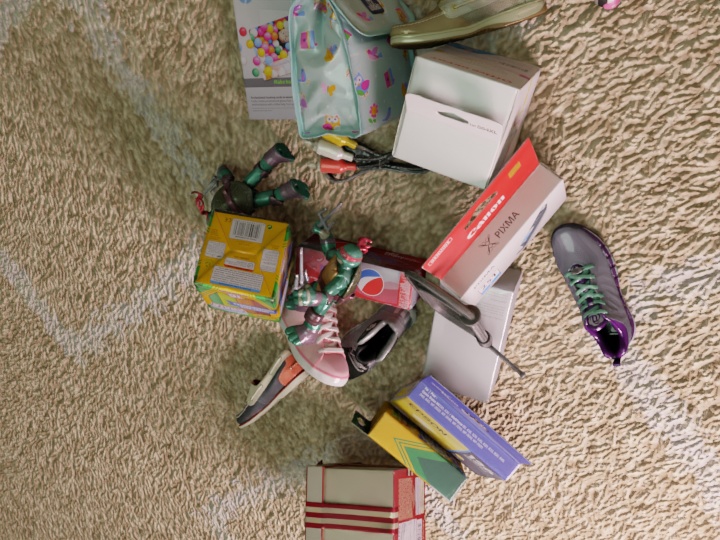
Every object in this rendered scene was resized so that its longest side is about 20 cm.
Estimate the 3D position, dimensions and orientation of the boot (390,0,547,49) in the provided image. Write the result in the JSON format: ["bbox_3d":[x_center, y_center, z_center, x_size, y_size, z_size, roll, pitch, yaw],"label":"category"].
[{"bbox_3d":[0.117,-0.362,0.822,0.199,0.072,0.155,-16,106,-2],"label":"boot"}]

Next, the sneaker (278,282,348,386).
[{"bbox_3d":[-0.067,0.088,1.097,0.200,0.075,0.105,52,121,39],"label":"sneaker"}]

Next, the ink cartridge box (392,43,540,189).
[{"bbox_3d":[0.131,-0.196,0.842,0.128,0.200,0.126,22,120,14],"label":"ink cartridge box"}]

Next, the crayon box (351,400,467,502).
[{"bbox_3d":[0.080,0.286,1.125,0.200,0.126,0.052,38,89,4],"label":"crayon box"}]

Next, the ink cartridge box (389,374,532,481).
[{"bbox_3d":[0.148,0.251,1.062,0.197,0.047,0.200,41,166,4],"label":"ink cartridge box"}]

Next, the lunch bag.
[{"bbox_3d":[-0.010,-0.289,0.880,0.121,0.170,0.201,6,116,32],"label":"lunch bag"}]

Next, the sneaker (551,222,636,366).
[{"bbox_3d":[0.322,0.031,0.926,0.074,0.088,0.200,-27,100,31],"label":"sneaker"}]

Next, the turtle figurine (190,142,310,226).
[{"bbox_3d":[-0.183,-0.112,1.087,0.200,0.101,0.150,-28,99,26],"label":"turtle figurine"}]

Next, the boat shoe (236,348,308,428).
[{"bbox_3d":[-0.173,0.221,1.244,0.063,0.071,0.200,48,121,5],"label":"boat shoe"}]

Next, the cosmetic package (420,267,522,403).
[{"bbox_3d":[0.168,0.089,1.027,0.112,0.081,0.201,17,120,16],"label":"cosmetic package"}]

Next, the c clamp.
[{"bbox_3d":[0.138,0.063,0.899,0.171,0.200,0.027,37,87,31],"label":"c clamp"}]

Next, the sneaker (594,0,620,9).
[{"bbox_3d":[0.257,-0.399,0.772,0.087,0.074,0.201,-4,106,25],"label":"sneaker"}]

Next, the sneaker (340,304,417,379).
[{"bbox_3d":[0.003,0.129,1.096,0.075,0.116,0.200,41,122,2],"label":"sneaker"}]

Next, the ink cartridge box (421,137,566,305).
[{"bbox_3d":[0.177,-0.051,0.863,0.045,0.176,0.200,42,96,22],"label":"ink cartridge box"}]

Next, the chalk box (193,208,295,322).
[{"bbox_3d":[-0.177,0.004,1.075,0.124,0.124,0.200,10,162,1],"label":"chalk box"}]

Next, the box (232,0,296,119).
[{"bbox_3d":[-0.101,-0.323,0.984,0.155,0.041,0.201,5,113,22],"label":"box"}]

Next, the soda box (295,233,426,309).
[{"bbox_3d":[0.000,0.000,1.066,0.199,0.070,0.064,14,116,19],"label":"soda box"}]

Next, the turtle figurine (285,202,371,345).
[{"bbox_3d":[-0.052,0.011,0.975,0.100,0.150,0.200,25,129,-6],"label":"turtle figurine"}]

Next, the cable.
[{"bbox_3d":[0.011,-0.159,1.002,0.199,0.050,0.098,17,122,17],"label":"cable"}]

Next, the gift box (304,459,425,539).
[{"bbox_3d":[0.006,0.429,1.178,0.186,0.200,0.185,-5,71,23],"label":"gift box"}]
